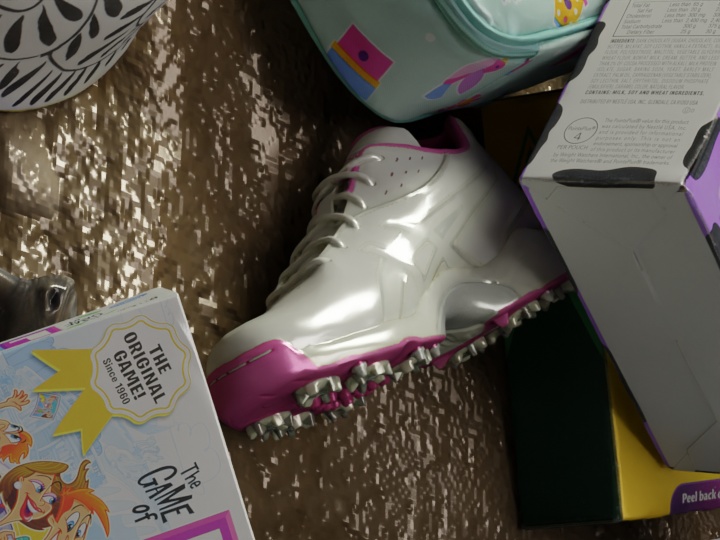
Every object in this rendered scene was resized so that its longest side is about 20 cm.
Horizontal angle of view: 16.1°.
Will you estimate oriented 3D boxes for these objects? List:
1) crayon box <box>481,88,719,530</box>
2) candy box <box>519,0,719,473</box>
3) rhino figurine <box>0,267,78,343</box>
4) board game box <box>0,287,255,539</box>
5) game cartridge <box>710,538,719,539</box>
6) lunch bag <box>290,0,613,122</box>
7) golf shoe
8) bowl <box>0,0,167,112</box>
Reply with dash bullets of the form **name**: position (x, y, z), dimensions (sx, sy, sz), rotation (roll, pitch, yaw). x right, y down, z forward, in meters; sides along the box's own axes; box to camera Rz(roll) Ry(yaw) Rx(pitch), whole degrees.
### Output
- **crayon box**: position (0.143, 0.013, 1.073), dimensions (0.199, 0.058, 0.174), rotation (-1, 83, -46)
- **candy box**: position (0.154, -0.050, 0.977), dimensions (0.168, 0.071, 0.201), rotation (59, 46, -39)
- **rhino figurine**: position (-0.081, 0.082, 0.767), dimensions (0.201, 0.087, 0.060), rotation (63, -5, -17)
- **board game box**: position (-0.087, 0.121, 0.718), dimensions (0.134, 0.034, 0.201), rotation (-19, 96, -13)
- **game cartridge**: position (0.096, 0.201, 0.918), dimensions (0.041, 0.132, 0.201), rotation (34, 55, -45)
- **lunch bag**: position (0.038, -0.148, 0.973), dimensions (0.200, 0.077, 0.161), rotation (-20, 83, -55)
- **golf shoe**: position (0.000, 0.000, 0.916), dimensions (0.200, 0.075, 0.092), rotation (-22, 82, -55)
- **bowl**: position (-0.097, -0.158, 0.803), dimensions (0.200, 0.094, 0.202), rotation (19, 66, -49)
